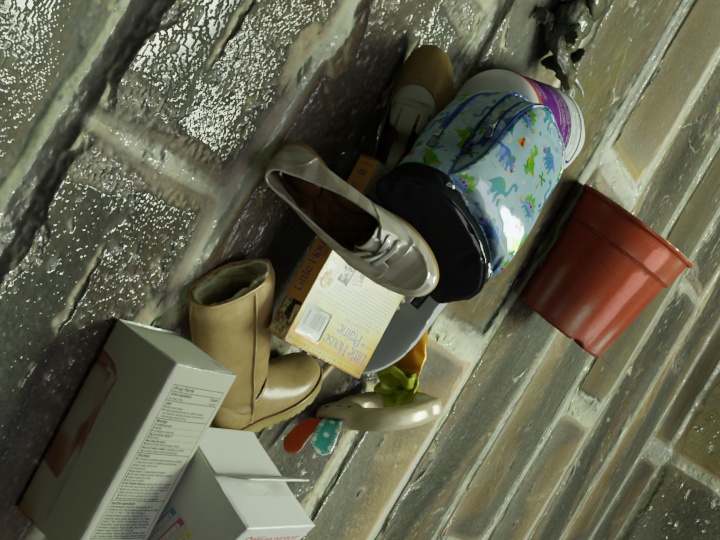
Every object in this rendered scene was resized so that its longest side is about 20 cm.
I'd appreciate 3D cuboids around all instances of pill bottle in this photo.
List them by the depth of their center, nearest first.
[{"bbox_3d":[0.194,-0.170,1.426,0.199,0.112,0.113,1,116,-59],"label":"pill bottle"}]

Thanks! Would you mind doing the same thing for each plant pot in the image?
[{"bbox_3d":[0.355,0.010,1.790,0.196,0.200,0.200,-54,152,6],"label":"plant pot"}]

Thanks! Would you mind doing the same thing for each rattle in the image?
[{"bbox_3d":[0.000,0.135,1.453,0.198,0.130,0.144,-4,112,-26],"label":"rattle"}]

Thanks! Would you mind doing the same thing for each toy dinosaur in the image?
[{"bbox_3d":[0.265,-0.314,1.466,0.201,0.076,0.102,-67,163,4],"label":"toy dinosaur"}]

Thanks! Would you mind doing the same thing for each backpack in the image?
[{"bbox_3d":[0.121,-0.094,1.219,0.164,0.153,0.201,62,34,-28],"label":"backpack"}]

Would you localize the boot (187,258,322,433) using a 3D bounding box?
[{"bbox_3d":[-0.101,0.073,1.233,0.175,0.066,0.201,-34,142,-39],"label":"boot"}]

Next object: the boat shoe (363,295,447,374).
[{"bbox_3d":[0.060,0.050,1.458,0.200,0.071,0.070,-48,166,-5],"label":"boat shoe"}]

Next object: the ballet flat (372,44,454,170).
[{"bbox_3d":[0.049,-0.135,1.262,0.063,0.068,0.201,-54,162,-64],"label":"ballet flat"}]

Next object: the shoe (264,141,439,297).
[{"bbox_3d":[-0.011,-0.041,1.136,0.070,0.200,0.053,-50,-179,22],"label":"shoe"}]

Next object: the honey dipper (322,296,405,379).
[{"bbox_3d":[-0.005,0.077,1.406,0.200,0.038,0.038,-50,151,-4],"label":"honey dipper"}]

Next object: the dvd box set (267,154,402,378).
[{"bbox_3d":[0.000,0.000,1.235,0.146,0.029,0.201,31,86,-51],"label":"dvd box set"}]

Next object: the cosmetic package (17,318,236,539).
[{"bbox_3d":[-0.214,0.156,1.104,0.201,0.087,0.103,-60,150,3],"label":"cosmetic package"}]

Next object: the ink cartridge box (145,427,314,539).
[{"bbox_3d":[-0.156,0.250,1.188,0.200,0.125,0.128,-45,154,14],"label":"ink cartridge box"}]
